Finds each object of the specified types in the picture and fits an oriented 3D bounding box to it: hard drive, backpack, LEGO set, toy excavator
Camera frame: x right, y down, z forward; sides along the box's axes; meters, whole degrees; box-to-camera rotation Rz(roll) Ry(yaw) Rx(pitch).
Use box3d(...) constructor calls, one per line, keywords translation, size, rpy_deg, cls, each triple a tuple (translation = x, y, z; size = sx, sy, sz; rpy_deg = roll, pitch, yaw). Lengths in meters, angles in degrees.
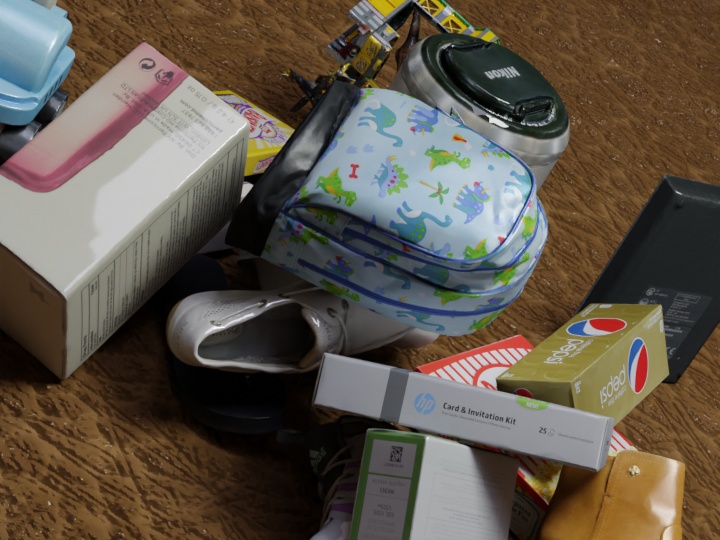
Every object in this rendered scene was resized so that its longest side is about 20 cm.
box3d(translation=(0.278, 0.011, 1.731), size=(0.139, 0.201, 0.033), rpy_deg=(9, 36, -31), cls="hard drive")
box3d(translation=(0.033, -0.041, 1.384), size=(0.200, 0.154, 0.163), rpy_deg=(38, 51, -4), cls="backpack")
box3d(translation=(0.025, -0.173, 1.807), size=(0.154, 0.200, 0.116), rpy_deg=(48, 48, -1), cls="LEGO set")
box3d(translation=(-0.262, -0.206, 1.579), size=(0.099, 0.201, 0.195), rpy_deg=(28, 31, -4), cls="toy excavator")

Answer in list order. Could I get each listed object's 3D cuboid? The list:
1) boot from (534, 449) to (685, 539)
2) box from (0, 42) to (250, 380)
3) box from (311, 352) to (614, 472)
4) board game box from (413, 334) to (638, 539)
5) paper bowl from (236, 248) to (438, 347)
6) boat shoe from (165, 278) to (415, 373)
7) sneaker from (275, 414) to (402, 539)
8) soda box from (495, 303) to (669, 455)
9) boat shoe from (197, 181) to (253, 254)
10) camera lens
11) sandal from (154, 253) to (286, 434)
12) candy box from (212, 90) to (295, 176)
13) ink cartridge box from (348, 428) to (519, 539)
box3d(translation=(0.215, 0.206, 1.397), size=(0.200, 0.145, 0.071), rpy_deg=(11, -19, 31), cls="boot")
box3d(translation=(-0.185, -0.044, 1.404), size=(0.109, 0.128, 0.200), rpy_deg=(37, 61, 13), cls="box")
box3d(translation=(0.076, 0.100, 1.367), size=(0.198, 0.042, 0.156), rpy_deg=(13, -3, 10), cls="box")
box3d(translation=(0.143, 0.146, 1.570), size=(0.200, 0.046, 0.151), rpy_deg=(45, 33, 23), cls="board game box")
box3d(translation=(0.000, 0.000, 1.547), size=(0.199, 0.105, 0.201), rpy_deg=(10, -7, 1), cls="paper bowl")
box3d(translation=(-0.037, 0.044, 1.408), size=(0.198, 0.071, 0.069), rpy_deg=(-11, 20, -18), cls="boat shoe")
box3d(translation=(-0.017, 0.159, 1.398), size=(0.140, 0.078, 0.199), rpy_deg=(38, 27, 23), cls="sneaker")
box3d(translation=(0.181, 0.085, 1.558), size=(0.067, 0.065, 0.200), rpy_deg=(0, 17, 29), cls="soda box")
box3d(translation=(-0.173, -0.055, 1.577), size=(0.093, 0.075, 0.199), rpy_deg=(37, 24, 27), cls="boat shoe")
box3d(translation=(0.079, -0.094, 1.711), size=(0.159, 0.201, 0.160), rpy_deg=(22, 31, -14), cls="camera lens")
box3d(translation=(-0.114, 0.049, 1.477), size=(0.076, 0.043, 0.201), rpy_deg=(-8, 43, -23), cls="sandal")
box3d(translation=(-0.113, -0.121, 1.701), size=(0.102, 0.027, 0.200), rpy_deg=(34, 14, 9), cls="candy box")
box3d(translation=(0.041, 0.214, 1.301), size=(0.059, 0.202, 0.103), rpy_deg=(1, -12, 42), cls="ink cartridge box")
